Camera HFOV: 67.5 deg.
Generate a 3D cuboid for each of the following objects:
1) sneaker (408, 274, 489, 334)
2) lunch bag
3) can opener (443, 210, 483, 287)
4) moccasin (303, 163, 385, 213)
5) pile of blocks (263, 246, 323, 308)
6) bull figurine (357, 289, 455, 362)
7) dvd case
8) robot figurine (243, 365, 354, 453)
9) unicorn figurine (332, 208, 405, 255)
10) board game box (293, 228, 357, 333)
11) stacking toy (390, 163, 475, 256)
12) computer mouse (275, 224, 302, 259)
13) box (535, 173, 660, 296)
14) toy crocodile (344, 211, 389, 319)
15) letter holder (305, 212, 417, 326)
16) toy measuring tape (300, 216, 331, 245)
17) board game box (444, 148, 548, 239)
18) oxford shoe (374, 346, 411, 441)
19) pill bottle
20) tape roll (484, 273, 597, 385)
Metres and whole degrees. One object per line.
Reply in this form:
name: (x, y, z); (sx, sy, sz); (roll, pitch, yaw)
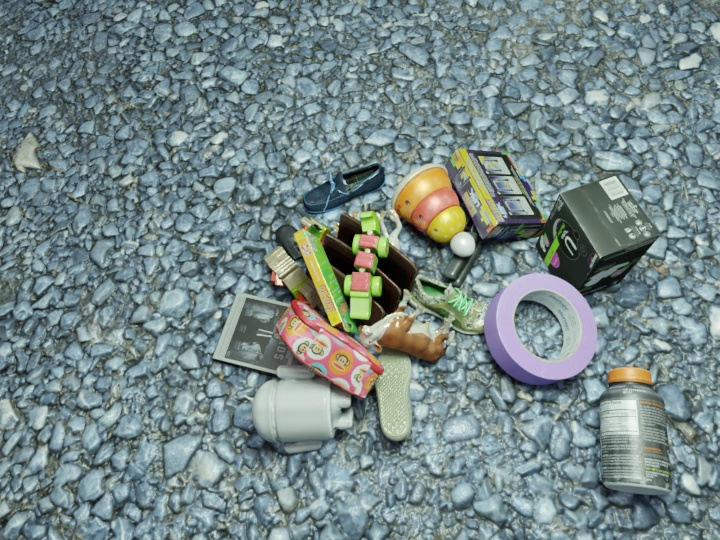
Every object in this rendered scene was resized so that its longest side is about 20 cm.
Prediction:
sneaker: (0.183, 0.063, 1.067); (0.199, 0.089, 0.077); (20, 67, 13)
lunch bag: (-0.062, 0.140, 0.995); (0.200, 0.176, 0.082); (37, 87, -16)
can opener: (0.226, -0.058, 1.153); (0.067, 0.053, 0.201); (12, 62, 46)
moccasin: (-0.041, -0.199, 1.224); (0.199, 0.068, 0.081); (-27, 65, -8)
pile of blocks: (-0.142, 0.027, 1.120); (0.062, 0.082, 0.200); (-37, 51, -12)
bull figurine: (0.091, 0.111, 1.008); (0.122, 0.199, 0.065); (-54, 34, 20)
dvd case: (-0.184, 0.135, 1.101); (0.198, 0.025, 0.151); (11, 66, 11)
robot figurine: (-0.112, 0.255, 0.987); (0.198, 0.113, 0.171); (-3, 98, 3)
unicorn figurine: (0.040, -0.058, 1.134); (0.199, 0.139, 0.074); (4, 17, 37)
board game box: (-0.061, 0.025, 0.989); (0.030, 0.096, 0.201); (-28, 76, 8)
stacking toy: (0.169, -0.109, 1.114); (0.145, 0.146, 0.200); (-31, 62, -10)
computer mouse: (-0.122, -0.029, 1.169); (0.058, 0.034, 0.200); (-36, 67, -13)
box: (0.445, -0.057, 1.040); (0.123, 0.200, 0.149); (-19, 64, -6)
toy crocodile: (0.009, -0.009, 0.994); (0.067, 0.062, 0.202); (7, 79, 13)
letter holder: (0.000, 0.000, 1.068); (0.200, 0.143, 0.100); (38, 54, 18)
toy measuring tape: (-0.102, -0.068, 1.106); (0.073, 0.200, 0.074); (0, 91, 8)
board game box: (0.291, -0.163, 1.146); (0.164, 0.057, 0.201); (-4, 59, -30)
oxford shoe: (0.064, 0.231, 1.019); (0.074, 0.058, 0.201); (-8, 49, 8)
pill bottle: (0.471, 0.273, 0.931); (0.105, 0.106, 0.202); (6, 65, 8)
tape roll: (0.339, 0.110, 1.018); (0.198, 0.066, 0.202); (3, 69, -8)
